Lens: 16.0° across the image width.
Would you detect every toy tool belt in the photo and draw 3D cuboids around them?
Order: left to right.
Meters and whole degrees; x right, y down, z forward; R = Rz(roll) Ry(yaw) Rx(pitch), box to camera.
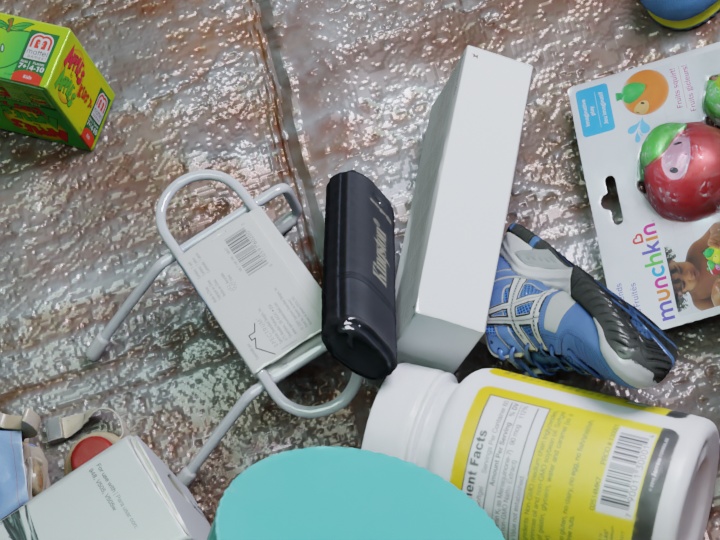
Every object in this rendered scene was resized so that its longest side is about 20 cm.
[{"bbox_3d":[-0.248,0.133,1.632,0.200,0.123,0.125,-14,66,7],"label":"toy tool belt"}]

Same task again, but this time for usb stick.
[{"bbox_3d":[0.000,0.000,1.613,0.033,0.055,0.200,-42,22,22],"label":"usb stick"}]

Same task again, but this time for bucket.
[{"bbox_3d":[-0.010,0.208,1.476,0.207,0.135,0.207,11,34,-8],"label":"bucket"}]

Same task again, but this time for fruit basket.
[{"bbox_3d":[0.238,-0.067,1.618,0.200,0.094,0.185,-13,66,11],"label":"fruit basket"}]

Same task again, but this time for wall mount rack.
[{"bbox_3d":[-0.084,0.040,1.663,0.174,0.075,0.200,-33,65,-5],"label":"wall mount rack"}]

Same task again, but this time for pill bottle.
[{"bbox_3d":[0.108,0.123,1.557,0.200,0.114,0.114,13,72,18],"label":"pill bottle"}]

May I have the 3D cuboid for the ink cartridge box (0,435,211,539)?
[{"bbox_3d":[-0.184,0.204,1.575,0.200,0.147,0.083,-34,66,-1],"label":"ink cartridge box"}]

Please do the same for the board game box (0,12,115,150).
[{"bbox_3d":[-0.280,-0.144,1.765,0.200,0.102,0.048,14,72,18],"label":"board game box"}]

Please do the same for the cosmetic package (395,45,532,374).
[{"bbox_3d":[0.062,-0.036,1.629,0.051,0.083,0.200,16,61,-7],"label":"cosmetic package"}]

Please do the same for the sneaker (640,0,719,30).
[{"bbox_3d":[0.254,-0.249,1.697,0.066,0.078,0.200,36,78,25],"label":"sneaker"}]

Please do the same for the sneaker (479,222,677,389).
[{"bbox_3d":[0.128,0.039,1.581,0.077,0.076,0.200,-53,25,2],"label":"sneaker"}]
